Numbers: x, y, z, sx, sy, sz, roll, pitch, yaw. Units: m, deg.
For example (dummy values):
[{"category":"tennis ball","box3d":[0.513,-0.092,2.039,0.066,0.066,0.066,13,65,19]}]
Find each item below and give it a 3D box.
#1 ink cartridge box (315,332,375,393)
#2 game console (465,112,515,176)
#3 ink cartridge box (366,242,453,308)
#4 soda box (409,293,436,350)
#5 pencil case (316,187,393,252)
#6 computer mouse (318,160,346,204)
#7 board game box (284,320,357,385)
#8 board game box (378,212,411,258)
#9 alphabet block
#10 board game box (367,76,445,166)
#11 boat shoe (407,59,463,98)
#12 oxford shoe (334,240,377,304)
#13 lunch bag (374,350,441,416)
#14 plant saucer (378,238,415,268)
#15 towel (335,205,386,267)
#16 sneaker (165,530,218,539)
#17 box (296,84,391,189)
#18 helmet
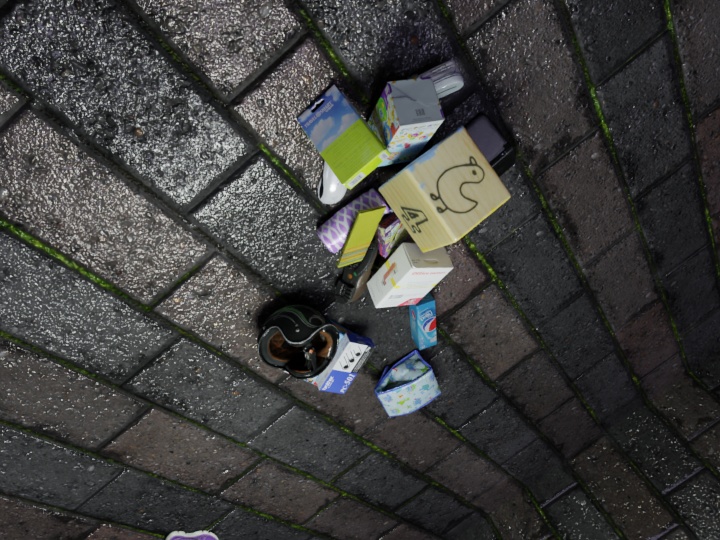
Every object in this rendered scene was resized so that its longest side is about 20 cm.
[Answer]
[{"category":"ink cartridge box","box3d":[-0.047,0.284,1.648,0.094,0.044,0.200,16,118,-32]},{"category":"game console","box3d":[0.298,-0.287,1.458,0.200,0.116,0.176,-41,161,10]},{"category":"ink cartridge box","box3d":[0.131,0.013,1.468,0.145,0.083,0.200,-1,148,-33]},{"category":"soda box","box3d":[0.196,0.155,1.720,0.064,0.068,0.200,-18,131,-11]},{"category":"pencil case","box3d":[-0.017,-0.128,1.399,0.200,0.084,0.085,-34,165,5]},{"category":"computer mouse","box3d":[-0.053,-0.241,1.313,0.110,0.044,0.200,-5,127,-22]},{"category":"board game box","box3d":[-0.106,0.256,1.668,0.200,0.056,0.196,-45,131,13]},{"category":"board game box","box3d":[0.127,-0.130,1.433,0.200,0.032,0.120,-38,146,-22]},{"category":"alphabet block","box3d":[0.193,-0.185,1.296,0.195,0.196,0.200,-39,96,-15]},{"category":"board game box","box3d":[0.090,-0.323,1.208,0.105,0.103,0.200,-12,170,-17]},{"category":"boat shoe","box3d":[0.134,-0.416,1.252,0.200,0.067,0.074,-17,169,12]},{"category":"oxford shoe","box3d":[0.000,0.000,1.522,0.084,0.073,0.200,-4,128,-52]},{"category":"lunch bag","box3d":[0.153,0.395,1.850,0.200,0.127,0.170,-35,133,-9]},{"category":"plant saucer","box3d":[0.152,-0.029,1.579,0.200,0.035,0.200,-13,129,-16]},{"category":"towel","box3d":[-0.001,-0.085,1.377,0.086,0.018,0.200,-19,150,-34]},{"category":"sneaker","box3d":[-0.618,1.012,2.002,0.200,0.083,0.081,18,117,-35]},{"category":"box","box3d":[-0.039,-0.293,1.199,0.122,0.200,0.048,-39,162,13]},{"category":"helmet","box3d":[-0.177,0.187,1.493,0.200,0.191,0.200,-29,128,-45]}]
